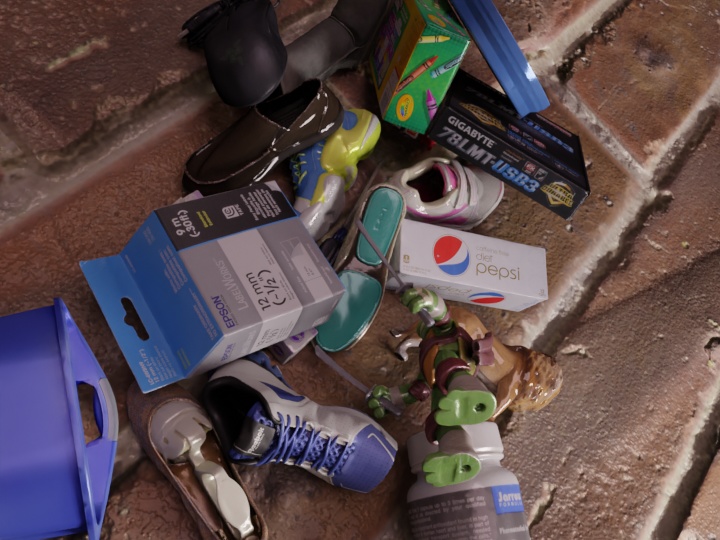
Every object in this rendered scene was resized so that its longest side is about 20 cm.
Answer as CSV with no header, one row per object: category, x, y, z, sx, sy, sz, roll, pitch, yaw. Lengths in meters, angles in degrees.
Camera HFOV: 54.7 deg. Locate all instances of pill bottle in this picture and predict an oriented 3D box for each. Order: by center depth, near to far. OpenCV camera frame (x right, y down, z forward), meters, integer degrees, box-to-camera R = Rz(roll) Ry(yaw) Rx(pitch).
pill bottle,0.106,0.256,0.671,0.113,0.114,0.202,1,66,-24

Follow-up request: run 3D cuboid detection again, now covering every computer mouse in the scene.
computer mouse,-0.140,-0.259,0.768,0.053,0.138,0.201,49,16,-49

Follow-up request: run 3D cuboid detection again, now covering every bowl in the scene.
bowl,0.162,-0.275,0.844,0.201,0.039,0.201,50,19,-24

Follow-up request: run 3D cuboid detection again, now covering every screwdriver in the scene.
screwdriver,-0.010,-0.059,0.817,0.029,0.028,0.201,39,58,-10

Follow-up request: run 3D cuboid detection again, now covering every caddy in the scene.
caddy,-0.249,0.122,0.557,0.104,0.141,0.201,-9,71,-24

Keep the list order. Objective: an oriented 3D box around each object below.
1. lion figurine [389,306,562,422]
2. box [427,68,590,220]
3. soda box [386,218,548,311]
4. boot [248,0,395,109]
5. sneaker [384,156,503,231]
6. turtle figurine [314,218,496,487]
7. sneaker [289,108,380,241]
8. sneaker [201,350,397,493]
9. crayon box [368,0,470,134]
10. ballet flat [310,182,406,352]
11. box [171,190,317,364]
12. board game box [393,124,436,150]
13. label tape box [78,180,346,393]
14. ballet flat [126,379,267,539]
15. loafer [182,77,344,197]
lion figurine,0.135,0.097,0.781,0.200,0.072,0.123,45,70,-8
box,0.188,-0.168,0.877,0.199,0.050,0.199,30,33,-4
soda box,0.122,-0.004,0.829,0.199,0.064,0.069,10,69,-21
boot,-0.048,-0.278,0.825,0.072,0.182,0.200,38,51,19
sneaker,0.106,-0.095,0.853,0.199,0.088,0.082,-17,74,-30
turtle figurine,0.041,0.092,0.648,0.199,0.144,0.194,35,17,-23
sneaker,-0.058,-0.120,0.813,0.104,0.076,0.201,24,57,9
sneaker,-0.068,0.151,0.632,0.199,0.115,0.081,32,101,-1
crayon box,0.064,-0.268,0.841,0.058,0.119,0.201,15,35,-17
ballet flat,0.000,0.000,0.771,0.067,0.062,0.201,25,84,-8
box,-0.127,0.006,0.727,0.039,0.041,0.200,-38,86,-34
board game box,0.117,-0.181,0.919,0.199,0.039,0.158,37,32,8
label tape box,-0.134,0.007,0.646,0.199,0.066,0.144,-19,66,-37
ballet flat,-0.142,0.172,0.625,0.068,0.067,0.201,-32,82,-32
loafer,-0.113,-0.152,0.757,0.199,0.071,0.073,-35,61,-9
